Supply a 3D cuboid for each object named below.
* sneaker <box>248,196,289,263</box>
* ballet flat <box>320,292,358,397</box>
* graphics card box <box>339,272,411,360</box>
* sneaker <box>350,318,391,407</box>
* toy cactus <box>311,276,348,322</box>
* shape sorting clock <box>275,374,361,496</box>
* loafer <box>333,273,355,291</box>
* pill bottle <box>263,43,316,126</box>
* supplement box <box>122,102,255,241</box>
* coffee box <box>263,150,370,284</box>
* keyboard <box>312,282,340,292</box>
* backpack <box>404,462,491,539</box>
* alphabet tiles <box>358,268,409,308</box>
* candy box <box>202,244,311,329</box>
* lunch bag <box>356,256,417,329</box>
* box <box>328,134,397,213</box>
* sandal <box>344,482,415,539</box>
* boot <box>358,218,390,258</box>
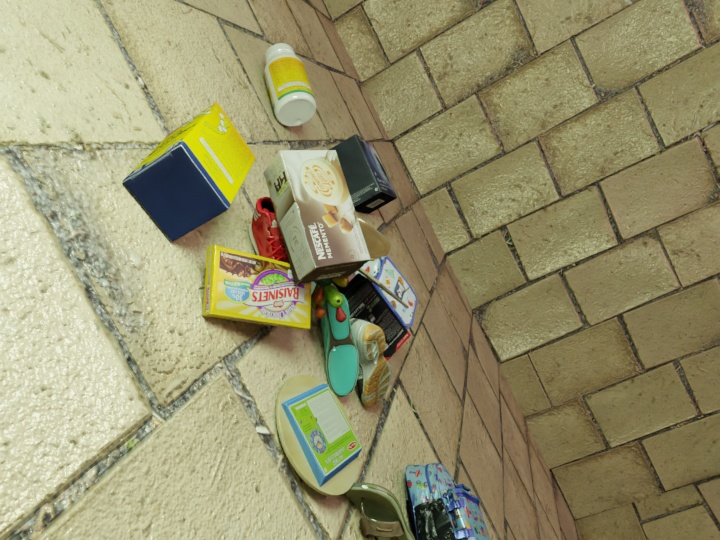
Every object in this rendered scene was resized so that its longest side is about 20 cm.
[{"bbox_3d":[-0.147,-0.039,0.986,0.202,0.077,0.116,59,-23,23],"label":"sneaker"},{"bbox_3d":[-0.043,0.143,1.122,0.070,0.066,0.204,159,-74,-76],"label":"ballet flat"},{"bbox_3d":[0.014,0.118,1.239,0.051,0.125,0.201,33,-15,53],"label":"graphics card box"},{"bbox_3d":[0.009,0.187,1.183,0.075,0.087,0.203,-24,123,-37],"label":"sneaker"},{"bbox_3d":[-0.071,-0.011,1.034,0.201,0.101,0.167,-109,179,-57],"label":"toy cactus"},{"bbox_3d":[-0.069,0.266,0.932,0.200,0.039,0.201,44,24,-25],"label":"shape sorting clock"},{"bbox_3d":[-0.046,0.019,1.302,0.068,0.075,0.203,31,47,-63],"label":"loafer"},{"bbox_3d":[-0.191,-0.492,1.498,0.113,0.112,0.203,32,36,-60],"label":"pill bottle"},{"bbox_3d":[-0.249,-0.155,0.863,0.110,0.108,0.201,56,19,-26],"label":"supplement box"},{"bbox_3d":[-0.074,-0.090,0.941,0.113,0.080,0.203,-8,74,-35],"label":"coffee box"},{"bbox_3d":[-0.095,0.026,1.173,0.011,0.057,0.200,22,-20,45],"label":"keyboard"},{"bbox_3d":[0.173,0.495,1.185,0.183,0.133,0.202,49,20,-44],"label":"backpack"},{"bbox_3d":[0.000,0.000,1.169,0.199,0.008,0.167,37,-1,31],"label":"alphabet tiles"},{"bbox_3d":[-0.154,0.031,0.890,0.199,0.026,0.104,15,73,-48],"label":"candy box"},{"bbox_3d":[0.051,0.042,1.405,0.171,0.123,0.201,53,6,-27],"label":"lunch bag"},{"bbox_3d":[0.007,-0.303,1.816,0.201,0.122,0.200,65,17,6],"label":"box"},{"bbox_3d":[0.038,0.434,0.965,0.203,0.079,0.057,60,31,-17],"label":"sandal"},{"bbox_3d":[-0.040,-0.081,1.138,0.197,0.071,0.146,22,5,-6],"label":"boot"}]
